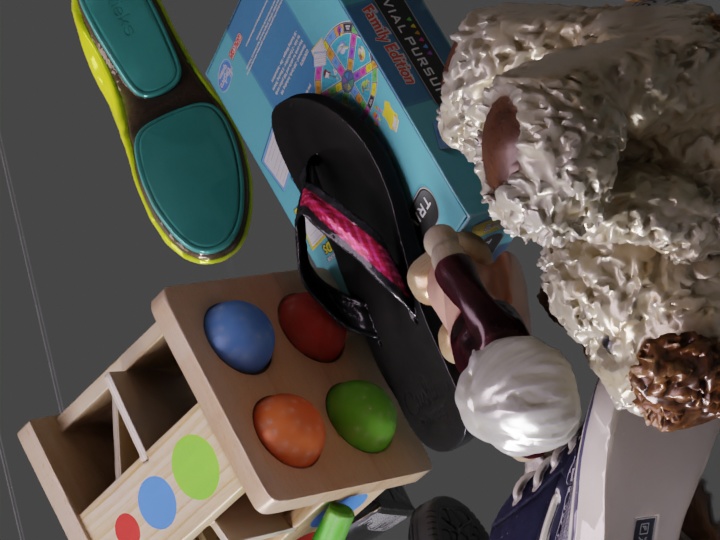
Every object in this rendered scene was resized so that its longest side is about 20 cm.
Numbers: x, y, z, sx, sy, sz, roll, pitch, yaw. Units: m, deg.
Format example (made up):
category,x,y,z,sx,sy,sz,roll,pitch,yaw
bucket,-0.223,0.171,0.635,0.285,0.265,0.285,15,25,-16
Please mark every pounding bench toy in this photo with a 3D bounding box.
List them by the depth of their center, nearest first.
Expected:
category,x,y,z,sx,sy,sz,roll,pitch,yaw
pounding bench toy,-0.048,0.119,1.521,0.156,0.124,0.200,-42,68,37

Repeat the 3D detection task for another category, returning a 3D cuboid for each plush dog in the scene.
category,x,y,z,sx,sy,sz,roll,pitch,yaw
plush dog,0.124,-0.022,1.260,0.200,0.160,0.172,-114,16,-73

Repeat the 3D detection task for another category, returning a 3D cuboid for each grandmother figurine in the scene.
category,x,y,z,sx,sy,sz,roll,pitch,yaw
grandmother figurine,0.062,0.034,1.353,0.121,0.061,0.200,55,-178,-17

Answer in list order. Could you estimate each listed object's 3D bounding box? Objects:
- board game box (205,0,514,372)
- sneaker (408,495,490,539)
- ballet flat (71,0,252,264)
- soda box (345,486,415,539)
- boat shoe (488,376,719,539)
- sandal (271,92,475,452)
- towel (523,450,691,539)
category,x,y,z,sx,sy,sz,roll,pitch,yaw
board game box,0.002,-0.072,1.540,0.200,0.047,0.151,60,148,21
sneaker,0.039,0.225,1.523,0.104,0.060,0.200,-32,69,33
ballet flat,-0.112,-0.087,1.726,0.067,0.067,0.200,93,154,-71
soda box,-0.074,0.154,1.655,0.071,0.200,0.063,62,-166,18
boat shoe,0.105,0.098,1.390,0.093,0.075,0.200,21,102,51
sandal,0.000,0.000,1.488,0.200,0.045,0.075,65,150,12
towel,0.137,0.181,1.460,0.200,0.034,0.133,41,138,43
